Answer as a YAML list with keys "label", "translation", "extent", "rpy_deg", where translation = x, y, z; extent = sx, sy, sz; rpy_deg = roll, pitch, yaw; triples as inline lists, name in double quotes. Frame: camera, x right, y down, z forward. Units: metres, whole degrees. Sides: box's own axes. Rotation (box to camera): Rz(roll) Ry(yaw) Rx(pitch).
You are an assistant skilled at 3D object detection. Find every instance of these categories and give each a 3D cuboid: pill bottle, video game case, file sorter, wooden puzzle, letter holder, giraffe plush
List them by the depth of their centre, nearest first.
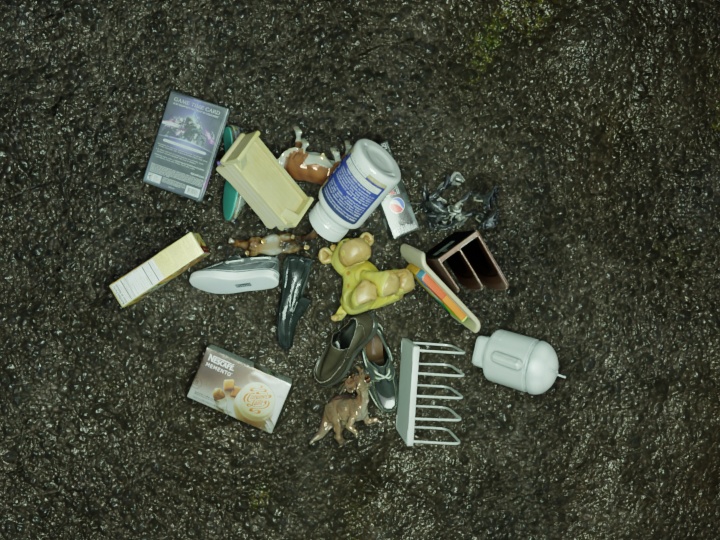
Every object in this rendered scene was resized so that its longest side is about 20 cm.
- label: "pill bottle"
  translation: [-0.018, -0.159, 1.452]
  extent: [0.119, 0.120, 0.200]
  rpy_deg: [41, 120, -5]
- label: "wooden puzzle"
  translation: [0.159, 0.038, 1.473]
  extent: [0.037, 0.185, 0.201]
  rpy_deg: [-40, 103, -2]
- label: "letter holder"
  translation: [0.219, 0.005, 1.482]
  extent: [0.099, 0.200, 0.144]
  rpy_deg: [-34, 95, -3]
- label: "video game case"
  translation: [-0.371, -0.265, 1.492]
  extent: [0.139, 0.019, 0.205]
  rpy_deg: [18, 90, 11]
- label: "giraffe plush"
  translation: [0.000, 0.000, 1.495]
  extent: [0.170, 0.199, 0.166]
  rpy_deg: [-10, 75, -42]
- label: "file sorter"
  translation: [0.152, 0.260, 1.515]
  extent: [0.121, 0.139, 0.207]
  rpy_deg: [3, 91, -8]

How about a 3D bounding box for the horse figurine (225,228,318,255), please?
- label: "horse figurine"
  translation: [-0.183, -0.058, 1.493]
  extent: [0.194, 0.132, 0.052]
  rpy_deg: [-9, 95, -17]

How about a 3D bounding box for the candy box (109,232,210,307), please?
- label: "candy box"
  translation: [-0.415, -0.003, 1.465]
  extent: [0.198, 0.115, 0.056]
  rpy_deg: [-35, 93, -4]

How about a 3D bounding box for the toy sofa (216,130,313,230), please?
- label: "toy sofa"
  translation: [-0.198, -0.182, 1.448]
  extent: [0.201, 0.096, 0.084]
  rpy_deg: [50, 58, -29]

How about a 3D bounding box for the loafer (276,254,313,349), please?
- label: "loafer"
  translation: [-0.141, 0.069, 1.516]
  extent: [0.068, 0.068, 0.207]
  rpy_deg: [6, 88, 4]

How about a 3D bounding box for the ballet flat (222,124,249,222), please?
- label: "ballet flat"
  translation: [-0.256, -0.206, 1.501]
  extent: [0.070, 0.072, 0.207]
  rpy_deg: [0, 91, -5]

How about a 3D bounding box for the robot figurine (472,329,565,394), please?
- label: "robot figurine"
  translation: [0.341, 0.197, 1.515]
  extent: [0.196, 0.168, 0.116]
  rpy_deg: [14, 94, 33]

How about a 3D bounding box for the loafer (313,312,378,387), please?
- label: "loafer"
  translation: [-0.046, 0.164, 1.500]
  extent: [0.070, 0.073, 0.202]
  rpy_deg: [17, 115, -46]

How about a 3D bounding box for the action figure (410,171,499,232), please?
- label: "action figure"
  translation: [0.207, -0.142, 1.528]
  extent: [0.195, 0.102, 0.122]
  rpy_deg: [8, 125, 32]

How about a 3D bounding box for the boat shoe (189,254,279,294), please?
- label: "boat shoe"
  translation: [-0.269, 0.001, 1.507]
  extent: [0.194, 0.072, 0.069]
  rpy_deg: [-5, 58, 9]

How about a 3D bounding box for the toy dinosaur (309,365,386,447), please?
- label: "toy dinosaur"
  translation: [-0.035, 0.299, 1.529]
  extent: [0.197, 0.086, 0.138]
  rpy_deg: [-30, 82, 17]

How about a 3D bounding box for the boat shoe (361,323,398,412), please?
- label: "boat shoe"
  translation: [0.040, 0.217, 1.539]
  extent: [0.070, 0.068, 0.206]
  rpy_deg: [-13, 95, -4]

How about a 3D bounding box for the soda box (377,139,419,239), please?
- label: "soda box"
  translation: [0.061, -0.173, 1.527]
  extent: [0.062, 0.071, 0.205]
  rpy_deg: [-20, 94, -5]

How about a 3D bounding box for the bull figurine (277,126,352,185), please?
- label: "bull figurine"
  translation: [-0.110, -0.232, 1.501]
  extent: [0.194, 0.066, 0.123]
  rpy_deg: [10, 134, -13]

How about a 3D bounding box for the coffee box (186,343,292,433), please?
- label: "coffee box"
  translation: [-0.257, 0.250, 1.504]
  extent: [0.196, 0.080, 0.117]
  rpy_deg: [25, 89, -6]
